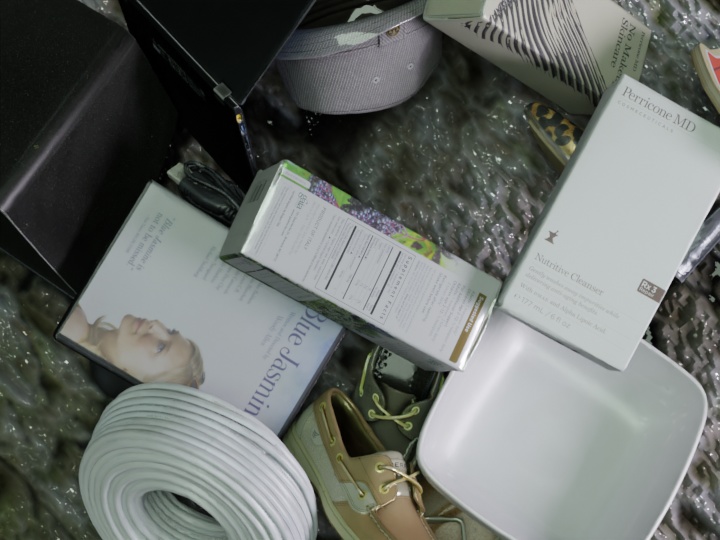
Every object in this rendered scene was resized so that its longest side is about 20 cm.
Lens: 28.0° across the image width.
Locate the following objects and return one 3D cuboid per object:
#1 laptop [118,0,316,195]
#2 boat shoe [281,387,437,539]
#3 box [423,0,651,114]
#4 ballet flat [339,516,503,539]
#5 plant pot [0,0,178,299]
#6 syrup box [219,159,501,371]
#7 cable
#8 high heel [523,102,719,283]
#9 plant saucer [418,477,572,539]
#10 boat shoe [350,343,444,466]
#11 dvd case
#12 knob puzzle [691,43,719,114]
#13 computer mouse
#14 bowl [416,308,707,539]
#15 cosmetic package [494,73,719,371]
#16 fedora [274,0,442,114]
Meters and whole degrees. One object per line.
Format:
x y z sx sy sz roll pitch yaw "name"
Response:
-0.100 -0.191 1.149 0.115 0.201 0.187 -33 57 -15 "laptop"
0.009 0.166 1.114 0.200 0.074 0.067 45 108 38 "boat shoe"
0.144 -0.196 1.150 0.068 0.199 0.083 8 80 47 "box"
0.079 0.235 1.146 0.198 0.068 0.076 15 60 7 "ballet flat"
-0.264 -0.120 1.157 0.199 0.200 0.178 31 76 22 "plant pot"
0.000 0.000 1.108 0.199 0.079 0.082 28 80 -15 "syrup box"
-0.129 0.182 1.125 0.199 0.200 0.069 36 45 -2 "cable"
0.242 -0.106 1.193 0.200 0.071 0.143 42 91 -7 "high heel"
0.108 0.255 1.186 0.198 0.035 0.202 0 84 3 "plant saucer"
0.030 0.097 1.194 0.071 0.060 0.204 18 86 5 "boat shoe"
-0.119 0.041 1.129 0.199 0.018 0.143 32 86 -15 "dvd case"
0.335 -0.108 1.130 0.030 0.219 0.220 -43 83 27 "knob puzzle"
-0.152 0.016 1.164 0.138 0.053 0.201 38 88 18 "computer mouse"
0.156 0.135 1.157 0.199 0.075 0.201 32 68 5 "bowl"
0.196 -0.035 1.113 0.112 0.081 0.201 27 89 2 "cosmetic package"
0.005 -0.189 1.194 0.199 0.176 0.091 -32 121 -30 "fedora"
